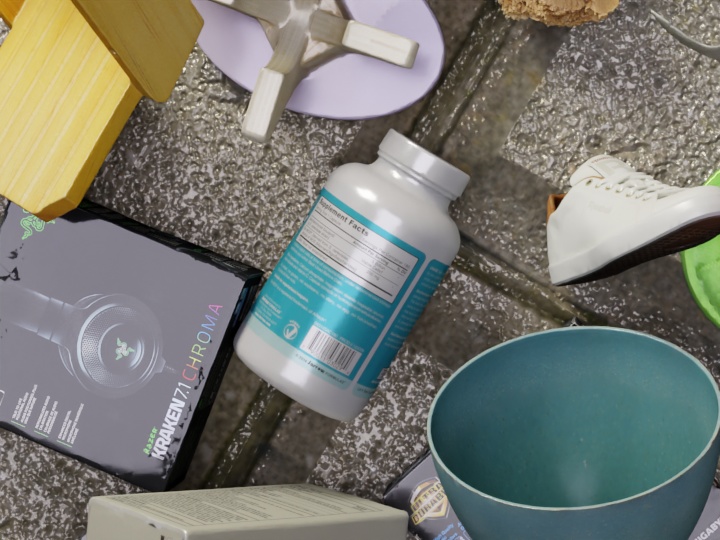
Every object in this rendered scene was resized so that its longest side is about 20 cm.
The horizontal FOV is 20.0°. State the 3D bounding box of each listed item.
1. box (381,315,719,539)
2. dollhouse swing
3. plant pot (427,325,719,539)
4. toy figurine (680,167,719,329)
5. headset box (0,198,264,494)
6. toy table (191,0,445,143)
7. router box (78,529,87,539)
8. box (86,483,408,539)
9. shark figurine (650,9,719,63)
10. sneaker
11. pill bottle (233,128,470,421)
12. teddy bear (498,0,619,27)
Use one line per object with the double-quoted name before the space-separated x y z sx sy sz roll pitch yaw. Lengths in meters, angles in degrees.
"box" 0.152 0.174 1.507 0.200 0.050 0.199 -43 88 6
"dollhouse swing" -0.243 -0.170 1.430 0.176 0.182 0.199 -48 43 -12
"plant pot" 0.152 0.151 1.403 0.198 0.201 0.136 -6 122 6
"toy figurine" 0.305 -0.039 1.417 0.149 0.184 0.202 3 92 5
"headset box" -0.198 0.045 1.514 0.199 0.093 0.175 23 94 5
"toy table" -0.039 -0.182 1.478 0.198 0.117 0.186 7 93 6
"router box" -0.198 0.310 1.544 0.157 0.052 0.200 39 95 3
"box" -0.082 0.218 1.443 0.199 0.127 0.110 2 94 -39
"shark figurine" 0.304 -0.176 1.458 0.214 0.089 0.129 -29 134 -23
"sneaker" 0.185 -0.046 1.431 0.072 0.200 0.085 -6 83 -28
"pill bottle" 0.000 0.000 1.484 0.110 0.111 0.201 32 94 3
"teddy bear" 0.151 -0.275 1.489 0.144 0.067 0.202 -14 84 -3
